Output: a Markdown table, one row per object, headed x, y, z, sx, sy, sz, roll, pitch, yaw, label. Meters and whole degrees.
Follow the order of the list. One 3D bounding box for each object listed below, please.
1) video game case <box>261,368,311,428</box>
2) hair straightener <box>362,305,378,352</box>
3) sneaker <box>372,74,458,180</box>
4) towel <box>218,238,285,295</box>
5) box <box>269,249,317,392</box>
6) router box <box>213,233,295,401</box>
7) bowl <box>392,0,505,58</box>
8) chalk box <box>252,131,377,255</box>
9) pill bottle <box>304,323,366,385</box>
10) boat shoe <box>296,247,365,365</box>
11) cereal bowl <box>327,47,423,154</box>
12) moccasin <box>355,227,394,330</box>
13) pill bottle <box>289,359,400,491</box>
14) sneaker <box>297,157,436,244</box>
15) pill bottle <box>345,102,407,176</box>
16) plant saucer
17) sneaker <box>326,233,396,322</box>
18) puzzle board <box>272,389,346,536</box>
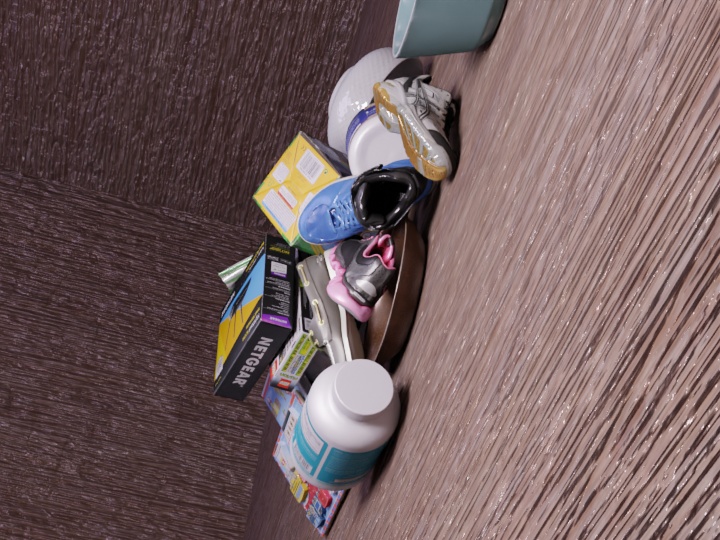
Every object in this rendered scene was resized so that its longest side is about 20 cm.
| x | y | z | sx | sy | sz | roll | pitch | yaw | label |
| --- | --- | --- | --- | --- | --- | --- | --- | --- | --- |
| -0.076 | 0.222 | 1.846 | 0.200 | 0.017 | 0.143 | 56 | 151 | 23 | video game case |
| 0.015 | 0.128 | 1.738 | 0.077 | 0.041 | 0.201 | 157 | 130 | -82 | hair straightener |
| 0.085 | -0.185 | 1.566 | 0.200 | 0.087 | 0.076 | -119 | 16 | -47 | sneaker |
| -0.117 | 0.018 | 1.941 | 0.023 | 0.152 | 0.200 | 61 | -179 | 29 | towel |
| -0.092 | 0.060 | 1.797 | 0.110 | 0.035 | 0.200 | -58 | 23 | 34 | box |
| -0.148 | 0.068 | 1.803 | 0.200 | 0.051 | 0.150 | 124 | 154 | -46 | router box |
| 0.110 | -0.330 | 1.475 | 0.201 | 0.104 | 0.202 | -166 | 90 | -83 | bowl |
| -0.029 | -0.089 | 1.840 | 0.124 | 0.200 | 0.124 | -52 | 49 | 13 | chalk box |
| -0.060 | 0.131 | 1.910 | 0.200 | 0.115 | 0.116 | 120 | 163 | -57 | pill bottle |
| -0.038 | 0.070 | 1.675 | 0.072 | 0.060 | 0.203 | 54 | -159 | -63 | boat shoe |
| 0.010 | -0.249 | 1.942 | 0.200 | 0.083 | 0.200 | -52 | -21 | -29 | cereal bowl |
| 0.001 | 0.000 | 1.772 | 0.074 | 0.078 | 0.202 | -18 | -37 | -54 | moccasin |
| -0.016 | 0.179 | 1.532 | 0.200 | 0.110 | 0.111 | 114 | 167 | -58 | pill bottle |
| -0.006 | -0.081 | 1.609 | 0.077 | 0.199 | 0.111 | 67 | -159 | -6 | sneaker |
| 0.037 | -0.168 | 1.751 | 0.200 | 0.115 | 0.116 | -104 | 27 | -75 | pill bottle |
| 0.046 | 0.030 | 1.624 | 0.200 | 0.036 | 0.201 | -167 | 90 | -85 | plant saucer |
| 0.012 | -0.011 | 1.614 | 0.096 | 0.079 | 0.200 | -52 | 14 | 15 | sneaker |
| -0.075 | 0.281 | 1.852 | 0.151 | 0.017 | 0.200 | 54 | 150 | 23 | puzzle board |
